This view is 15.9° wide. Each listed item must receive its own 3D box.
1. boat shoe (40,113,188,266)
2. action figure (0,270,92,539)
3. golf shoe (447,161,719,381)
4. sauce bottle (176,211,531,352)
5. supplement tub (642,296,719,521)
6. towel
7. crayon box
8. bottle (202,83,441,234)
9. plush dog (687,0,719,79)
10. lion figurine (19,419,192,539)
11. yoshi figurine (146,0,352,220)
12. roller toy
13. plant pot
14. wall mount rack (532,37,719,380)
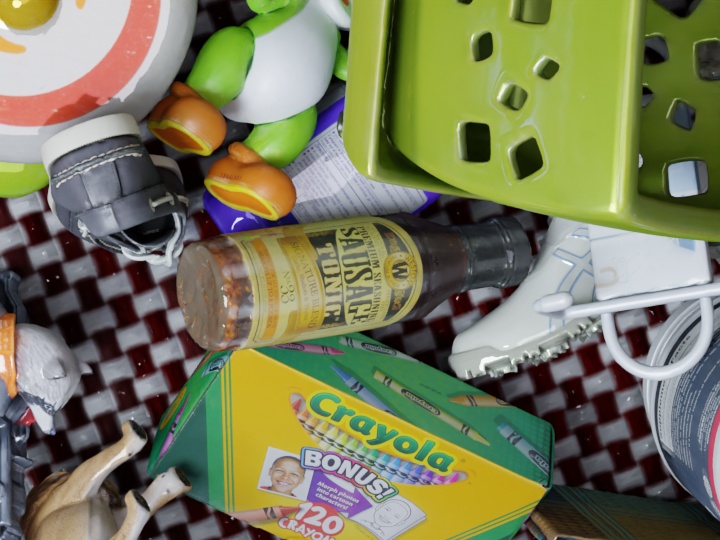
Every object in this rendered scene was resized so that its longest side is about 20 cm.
[{"bbox_3d":[-0.126,-0.027,1.375,0.073,0.200,0.063,-22,78,-1],"label":"boat shoe"},{"bbox_3d":[-0.239,0.086,1.396,0.193,0.105,0.200,-17,62,10],"label":"action figure"},{"bbox_3d":[0.125,-0.010,1.494,0.200,0.078,0.097,-30,88,-8],"label":"golf shoe"},{"bbox_3d":[0.000,0.000,1.408,0.200,0.066,0.066,-11,103,-28],"label":"sauce bottle"},{"bbox_3d":[0.244,0.085,1.454,0.140,0.200,0.140,-2,101,-8],"label":"supplement tub"},{"bbox_3d":[0.190,0.156,1.487,0.200,0.147,0.022,8,96,-10],"label":"towel"},{"bbox_3d":[-0.005,0.102,1.466,0.200,0.058,0.119,26,126,-13],"label":"crayon box"},{"bbox_3d":[0.010,-0.068,1.457,0.200,0.065,0.084,-36,111,-1],"label":"bottle"},{"bbox_3d":[0.284,-0.171,1.425,0.160,0.172,0.200,15,97,-12],"label":"plush dog"},{"bbox_3d":[-0.150,0.159,1.401,0.122,0.200,0.072,-40,106,10],"label":"lion figurine"},{"bbox_3d":[-0.017,-0.129,1.395,0.112,0.112,0.200,31,72,14],"label":"yoshi figurine"},{"bbox_3d":[-0.182,-0.153,1.372,0.182,0.140,0.200,-36,103,-1],"label":"roller toy"},{"bbox_3d":[0.105,-0.120,1.308,0.181,0.200,0.199,5,90,32],"label":"plant pot"},{"bbox_3d":[0.174,-0.046,1.409,0.174,0.075,0.200,-11,79,21],"label":"wall mount rack"}]
